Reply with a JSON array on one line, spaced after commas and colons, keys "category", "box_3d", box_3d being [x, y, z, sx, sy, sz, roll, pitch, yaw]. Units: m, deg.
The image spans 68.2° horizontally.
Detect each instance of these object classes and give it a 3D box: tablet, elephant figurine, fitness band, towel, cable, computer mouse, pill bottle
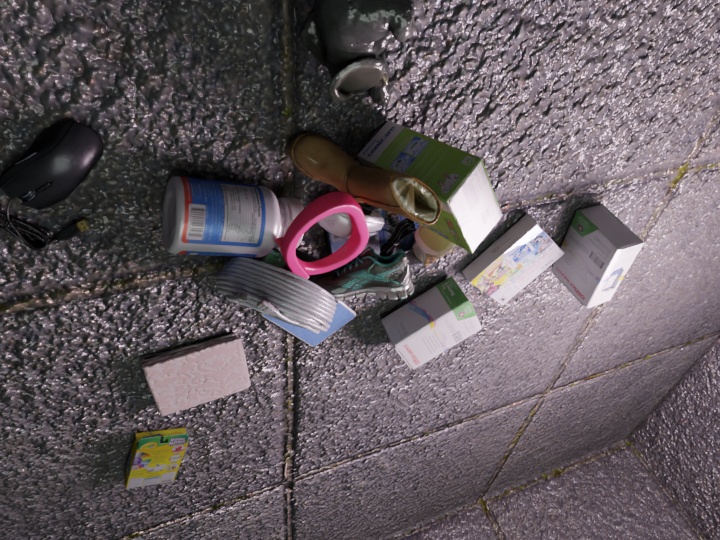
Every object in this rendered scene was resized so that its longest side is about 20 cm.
[{"category": "tablet", "box_3d": [-0.105, 0.090, 1.122, 0.130, 0.014, 0.200, -36, 141, 9]}, {"category": "elephant figurine", "box_3d": [-0.008, -0.285, 0.698, 0.154, 0.143, 0.200, 20, 143, -9]}, {"category": "fitness band", "box_3d": [-0.055, -0.048, 0.836, 0.143, 0.038, 0.200, -32, 158, -4]}, {"category": "towel", "box_3d": [-0.336, 0.217, 1.107, 0.198, 0.032, 0.192, -15, 138, -18]}, {"category": "cable", "box_3d": [-0.136, 0.040, 0.862, 0.199, 0.199, 0.070, 28, 78, -41]}, {"category": "computer mouse", "box_3d": [0.001, -0.074, 0.936, 0.198, 0.044, 0.110, 16, 144, -31]}, {"category": "computer mouse", "box_3d": [-0.408, -0.098, 0.713, 0.199, 0.046, 0.141, -33, 139, 5]}, {"category": "pill bottle", "box_3d": [-0.191, -0.077, 0.813, 0.198, 0.113, 0.113, 2, 132, -33]}]

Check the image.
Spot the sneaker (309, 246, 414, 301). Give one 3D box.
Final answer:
[{"category": "sneaker", "box_3d": [0.000, 0.000, 0.959, 0.197, 0.078, 0.092, -3, 114, -9]}]

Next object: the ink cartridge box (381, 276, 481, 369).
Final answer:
[{"category": "ink cartridge box", "box_3d": [0.167, 0.127, 1.253, 0.199, 0.088, 0.146, -33, 140, 3]}]

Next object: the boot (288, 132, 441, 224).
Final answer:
[{"category": "boot", "box_3d": [0.003, -0.140, 0.778, 0.174, 0.200, 0.067, 24, 93, -32]}]

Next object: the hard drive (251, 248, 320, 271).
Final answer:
[{"category": "hard drive", "box_3d": [-0.127, 0.030, 1.007, 0.199, 0.038, 0.140, 23, 118, -37]}]

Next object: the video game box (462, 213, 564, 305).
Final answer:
[{"category": "video game box", "box_3d": [0.362, -0.019, 1.255, 0.200, 0.047, 0.182, -43, 141, 16]}]

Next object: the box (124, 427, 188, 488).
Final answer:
[{"category": "box", "box_3d": [-0.478, 0.433, 1.243, 0.116, 0.049, 0.201, 3, 133, -33]}]

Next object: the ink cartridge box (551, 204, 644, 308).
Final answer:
[{"category": "ink cartridge box", "box_3d": [0.561, -0.032, 1.279, 0.087, 0.146, 0.201, -14, 138, -20]}]

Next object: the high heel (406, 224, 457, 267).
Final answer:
[{"category": "high heel", "box_3d": [0.155, -0.063, 1.002, 0.199, 0.072, 0.142, -35, 172, 39]}]

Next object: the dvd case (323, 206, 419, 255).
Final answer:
[{"category": "dvd case", "box_3d": [0.029, -0.068, 1.027, 0.198, 0.018, 0.143, -21, 141, -11]}]

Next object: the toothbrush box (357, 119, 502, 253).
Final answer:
[{"category": "toothbrush box", "box_3d": [0.110, -0.135, 0.848, 0.086, 0.199, 0.146, -50, 140, -8]}]
